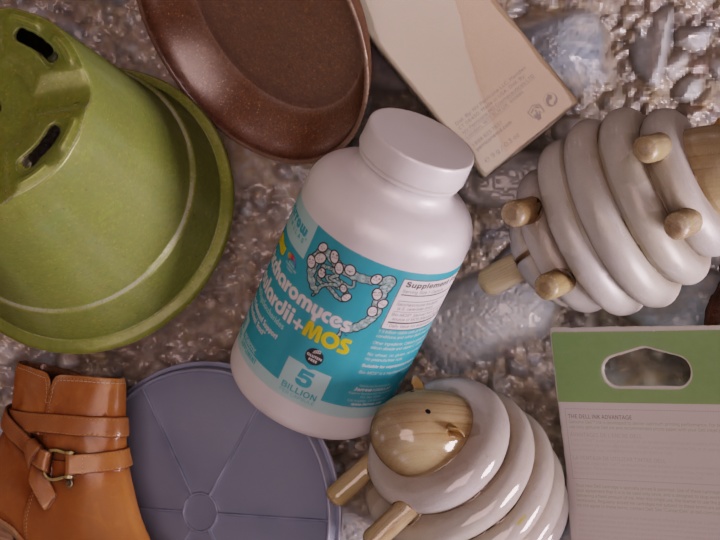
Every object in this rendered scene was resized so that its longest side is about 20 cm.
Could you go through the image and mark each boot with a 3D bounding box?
[{"bbox_3d":[-0.164,0.147,1.163,0.200,0.077,0.155,11,89,33],"label":"boot"}]

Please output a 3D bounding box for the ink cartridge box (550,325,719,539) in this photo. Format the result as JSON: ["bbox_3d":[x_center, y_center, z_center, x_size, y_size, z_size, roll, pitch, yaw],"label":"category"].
[{"bbox_3d":[0.199,0.132,1.131,0.146,0.048,0.200,-3,93,40],"label":"ink cartridge box"}]

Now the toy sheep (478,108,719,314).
[{"bbox_3d":[0.158,-0.034,1.102,0.200,0.138,0.138,-22,92,25],"label":"toy sheep"}]

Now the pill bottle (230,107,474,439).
[{"bbox_3d":[0.000,0.000,1.113,0.111,0.111,0.200,26,117,3],"label":"pill bottle"}]

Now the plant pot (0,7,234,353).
[{"bbox_3d":[-0.196,-0.067,1.086,0.200,0.190,0.200,-3,74,9],"label":"plant pot"}]

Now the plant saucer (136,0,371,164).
[{"bbox_3d":[-0.063,-0.163,1.125,0.200,0.200,0.037,50,54,0],"label":"plant saucer"}]

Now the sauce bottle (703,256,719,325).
[{"bbox_3d":[0.254,0.058,1.148,0.066,0.066,0.200,-3,95,5],"label":"sauce bottle"}]

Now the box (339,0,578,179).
[{"bbox_3d":[0.046,-0.159,1.139,0.078,0.095,0.200,-39,91,4],"label":"box"}]

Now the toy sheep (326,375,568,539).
[{"bbox_3d":[0.067,0.144,1.135,0.138,0.138,0.200,-34,133,6],"label":"toy sheep"}]

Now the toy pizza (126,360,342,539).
[{"bbox_3d":[-0.100,0.160,1.183,0.200,0.032,0.200,-1,87,24],"label":"toy pizza"}]
